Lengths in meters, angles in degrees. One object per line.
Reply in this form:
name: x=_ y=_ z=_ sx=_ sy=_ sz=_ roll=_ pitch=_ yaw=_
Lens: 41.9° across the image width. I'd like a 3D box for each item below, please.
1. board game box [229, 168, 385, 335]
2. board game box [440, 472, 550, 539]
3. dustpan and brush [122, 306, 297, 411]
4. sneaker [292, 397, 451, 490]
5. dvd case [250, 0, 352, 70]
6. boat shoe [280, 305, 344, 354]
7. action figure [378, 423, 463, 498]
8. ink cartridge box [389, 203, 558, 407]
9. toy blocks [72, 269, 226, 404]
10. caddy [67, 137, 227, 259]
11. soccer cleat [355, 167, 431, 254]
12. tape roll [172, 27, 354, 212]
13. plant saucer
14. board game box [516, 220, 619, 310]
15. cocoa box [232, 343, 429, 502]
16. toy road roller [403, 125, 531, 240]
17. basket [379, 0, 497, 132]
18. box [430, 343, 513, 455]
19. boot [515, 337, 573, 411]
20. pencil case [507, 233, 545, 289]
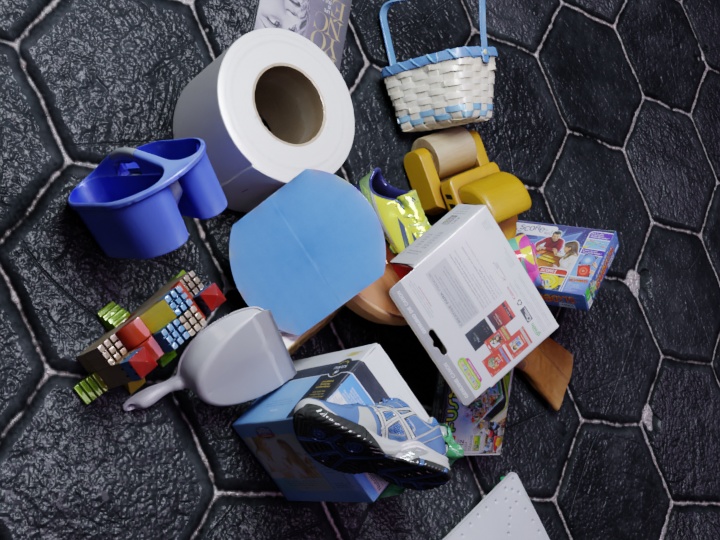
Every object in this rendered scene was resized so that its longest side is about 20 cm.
board game box: x=-0.064 y=-0.025 z=1.158 sx=0.159 sy=0.199 sz=0.039 roll=55 pitch=13 yaw=1
board game box: x=0.203 y=0.434 z=1.370 sx=0.199 sy=0.026 sz=0.202 roll=-33 pitch=98 yaw=-37
dustpan and brush: x=-0.185 y=0.123 z=1.108 sx=0.198 sy=0.057 sz=0.141 roll=-33 pitch=138 yaw=-14
sneaker: x=0.011 y=0.177 z=1.026 sx=0.198 sy=0.076 sz=0.078 roll=26 pitch=45 yaw=-27
dvd case: x=-0.083 y=-0.365 z=1.363 sx=0.147 sy=0.016 sz=0.203 roll=22 pitch=67 yaw=-31
boat shoe: x=-0.077 y=0.051 z=1.232 sx=0.069 sy=0.071 sz=0.199 roll=47 pitch=43 yaw=6
action figure: x=0.066 y=0.235 z=1.210 sx=0.054 sy=0.199 sz=0.120 roll=15 pitch=70 yaw=-31
ink cartridge box: x=0.135 y=0.045 z=1.242 sx=0.175 sy=0.084 sz=0.201 roll=-38 pitch=107 yaw=-14
toy blocks: x=-0.231 y=0.064 z=1.076 sx=0.200 sy=0.136 sz=0.101 roll=-44 pitch=104 yaw=-35
caddy: x=-0.247 y=-0.094 z=1.074 sx=0.141 sy=0.198 sz=0.106 roll=-45 pitch=122 yaw=-33
soccer cleat: x=0.069 y=-0.063 z=1.310 sx=0.200 sy=0.084 sz=0.064 roll=41 pitch=24 yaw=16
tape roll: x=-0.124 y=-0.190 z=1.215 sx=0.200 sy=0.138 sz=0.207 roll=10 pitch=72 yaw=-34
plant saucer: x=0.000 y=0.000 z=1.269 sx=0.199 sy=0.037 sz=0.201 roll=36 pitch=25 yaw=-20
board game box: x=0.274 y=-0.014 z=1.426 sx=0.136 sy=0.197 sz=0.035 roll=-55 pitch=137 yaw=-31
cocoa box: x=-0.037 y=0.190 z=1.146 sx=0.131 sy=0.199 sz=0.134 roll=-44 pitch=105 yaw=-34
toy road roller: x=0.168 y=-0.122 z=1.398 sx=0.122 sy=0.145 sz=0.203 roll=-22 pitch=91 yaw=-30
basket: x=0.113 y=-0.314 z=1.403 sx=0.138 sy=0.174 sz=0.204 roll=-21 pitch=105 yaw=-51
box: x=0.161 y=0.162 z=1.340 sx=0.108 sy=0.035 sz=0.204 roll=3 pitch=100 yaw=-23
boot: x=0.243 y=0.156 z=1.460 sx=0.200 sy=0.068 sz=0.190 roll=45 pitch=50 yaw=-28
pencil case: x=0.166 y=0.016 z=1.353 sx=0.197 sy=0.088 sz=0.090 roll=-20 pitch=90 yaw=6
